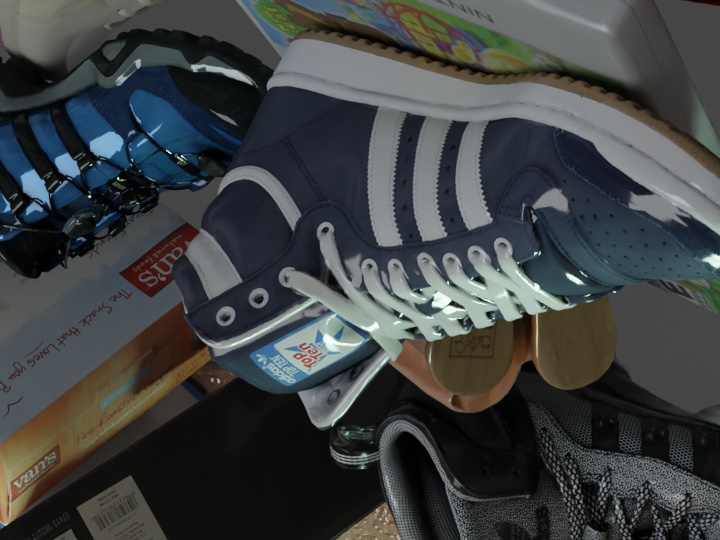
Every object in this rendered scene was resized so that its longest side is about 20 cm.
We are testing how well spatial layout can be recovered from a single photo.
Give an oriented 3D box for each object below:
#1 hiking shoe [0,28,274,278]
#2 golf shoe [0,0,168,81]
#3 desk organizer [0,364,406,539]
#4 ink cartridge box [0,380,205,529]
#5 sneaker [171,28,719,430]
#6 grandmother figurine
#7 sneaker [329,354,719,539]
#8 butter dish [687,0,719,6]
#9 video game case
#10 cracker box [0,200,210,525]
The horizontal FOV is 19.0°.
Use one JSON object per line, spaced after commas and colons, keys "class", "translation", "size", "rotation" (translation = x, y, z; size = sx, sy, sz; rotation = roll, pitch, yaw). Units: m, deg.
{"class": "hiking shoe", "translation": [-0.100, -0.035, 0.812], "size": [0.199, 0.074, 0.087], "rotation": [-3, 66, 39]}
{"class": "golf shoe", "translation": [-0.077, -0.125, 0.795], "size": [0.091, 0.075, 0.200], "rotation": [40, 140, 6]}
{"class": "desk organizer", "translation": [-0.066, 0.094, 0.811], "size": [0.077, 0.200, 0.072], "rotation": [-31, 91, 50]}
{"class": "ink cartridge box", "translation": [-0.123, 0.156, 0.953], "size": [0.128, 0.125, 0.201], "rotation": [39, 134, 21]}
{"class": "sneaker", "translation": [0.022, -0.001, 0.617], "size": [0.199, 0.109, 0.070], "rotation": [20, 164, 49]}
{"class": "grandmother figurine", "translation": [0.000, 0.000, 0.762], "size": [0.200, 0.121, 0.061], "rotation": [22, 102, 61]}
{"class": "sneaker", "translation": [0.084, 0.083, 0.724], "size": [0.199, 0.114, 0.076], "rotation": [26, 129, 31]}
{"class": "butter dish", "translation": [0.054, -0.156, 0.595], "size": [0.199, 0.148, 0.201], "rotation": [16, 123, 36]}
{"class": "video game case", "translation": [0.034, -0.060, 0.673], "size": [0.181, 0.022, 0.200], "rotation": [26, 168, 31]}
{"class": "cracker box", "translation": [-0.167, -0.003, 0.895], "size": [0.200, 0.134, 0.058], "rotation": [35, 145, 25]}
